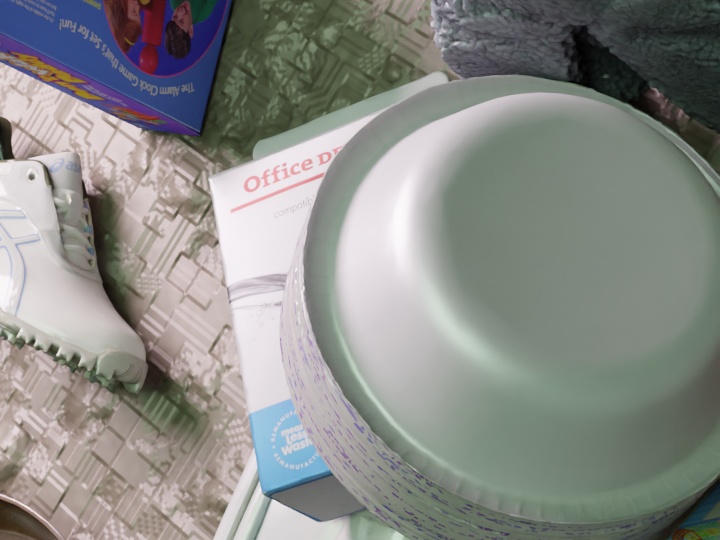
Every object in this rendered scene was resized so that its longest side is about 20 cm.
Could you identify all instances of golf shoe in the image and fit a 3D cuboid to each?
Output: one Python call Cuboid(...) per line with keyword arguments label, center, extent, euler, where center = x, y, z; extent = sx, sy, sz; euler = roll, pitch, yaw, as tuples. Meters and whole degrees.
Cuboid(label="golf shoe", center=(-0.169, -0.016, 0.990), extent=(0.200, 0.078, 0.098), euler=(36, 90, 31))

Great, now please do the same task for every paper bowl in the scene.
Cuboid(label="paper bowl", center=(0.072, 0.011, 0.762), extent=(0.199, 0.105, 0.202), euler=(5, 63, -10))

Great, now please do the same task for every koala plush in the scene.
Cuboid(label="koala plush", center=(0.120, -0.177, 0.817), extent=(0.176, 0.184, 0.202), euler=(2, 67, 30))

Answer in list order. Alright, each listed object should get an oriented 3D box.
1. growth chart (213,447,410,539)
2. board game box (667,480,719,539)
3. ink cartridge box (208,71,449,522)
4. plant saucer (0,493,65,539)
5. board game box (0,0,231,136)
Cuboid(label="growth chart", center=(-0.004, 0.169, 0.878), extent=(0.199, 0.018, 0.146), euler=(30, 94, 32))
Cuboid(label="board game box", center=(0.193, 0.157, 0.706), extent=(0.199, 0.134, 0.034), euler=(23, 132, 33))
Cuboid(label="ink cartridge box", center=(0.000, 0.000, 0.879), extent=(0.115, 0.068, 0.202), euler=(-20, 65, 17))
Cuboid(label="plant saucer", center=(-0.201, 0.214, 0.972), extent=(0.199, 0.034, 0.202), euler=(-8, 73, 28))
Cuboid(label="board game box", center=(-0.135, -0.160, 0.930), extent=(0.044, 0.200, 0.136), euler=(8, 81, 32))
